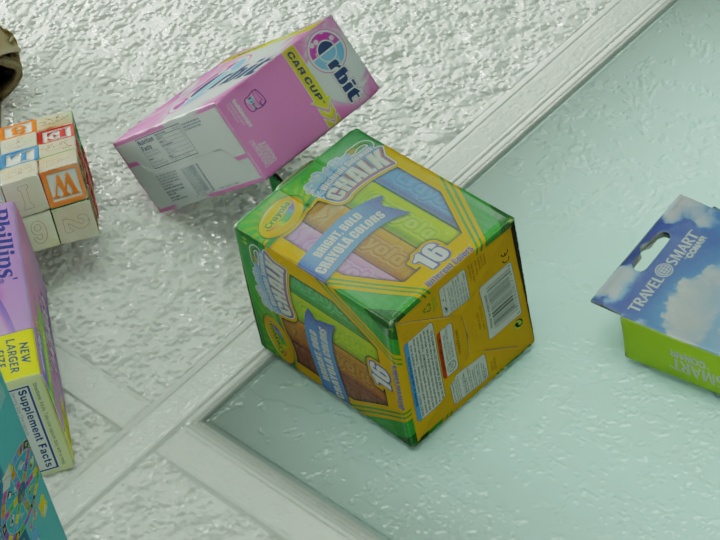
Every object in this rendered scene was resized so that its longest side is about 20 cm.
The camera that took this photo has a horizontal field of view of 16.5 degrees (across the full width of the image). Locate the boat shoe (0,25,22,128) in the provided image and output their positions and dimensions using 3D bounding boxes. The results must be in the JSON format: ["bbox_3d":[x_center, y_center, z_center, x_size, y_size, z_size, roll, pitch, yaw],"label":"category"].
[{"bbox_3d":[-0.295,-0.157,1.942,0.064,0.071,0.201,0,54,4],"label":"boat shoe"}]

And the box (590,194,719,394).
[{"bbox_3d":[0.267,0.031,1.636,0.199,0.048,0.122,23,54,31],"label":"box"}]

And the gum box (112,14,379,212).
[{"bbox_3d":[-0.087,-0.109,1.779,0.113,0.066,0.200,-40,13,-25],"label":"gum box"}]

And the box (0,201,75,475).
[{"bbox_3d":[-0.311,0.067,1.699,0.199,0.097,0.176,-14,44,-2],"label":"box"}]

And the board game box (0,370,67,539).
[{"bbox_3d":[-0.235,0.173,1.503,0.047,0.201,0.151,0,46,13],"label":"board game box"}]

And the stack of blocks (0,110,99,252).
[{"bbox_3d":[-0.296,-0.047,1.810,0.199,0.059,0.115,-16,25,-2],"label":"stack of blocks"}]

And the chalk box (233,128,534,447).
[{"bbox_3d":[0.000,0.000,1.676,0.200,0.125,0.124,30,59,36],"label":"chalk box"}]
